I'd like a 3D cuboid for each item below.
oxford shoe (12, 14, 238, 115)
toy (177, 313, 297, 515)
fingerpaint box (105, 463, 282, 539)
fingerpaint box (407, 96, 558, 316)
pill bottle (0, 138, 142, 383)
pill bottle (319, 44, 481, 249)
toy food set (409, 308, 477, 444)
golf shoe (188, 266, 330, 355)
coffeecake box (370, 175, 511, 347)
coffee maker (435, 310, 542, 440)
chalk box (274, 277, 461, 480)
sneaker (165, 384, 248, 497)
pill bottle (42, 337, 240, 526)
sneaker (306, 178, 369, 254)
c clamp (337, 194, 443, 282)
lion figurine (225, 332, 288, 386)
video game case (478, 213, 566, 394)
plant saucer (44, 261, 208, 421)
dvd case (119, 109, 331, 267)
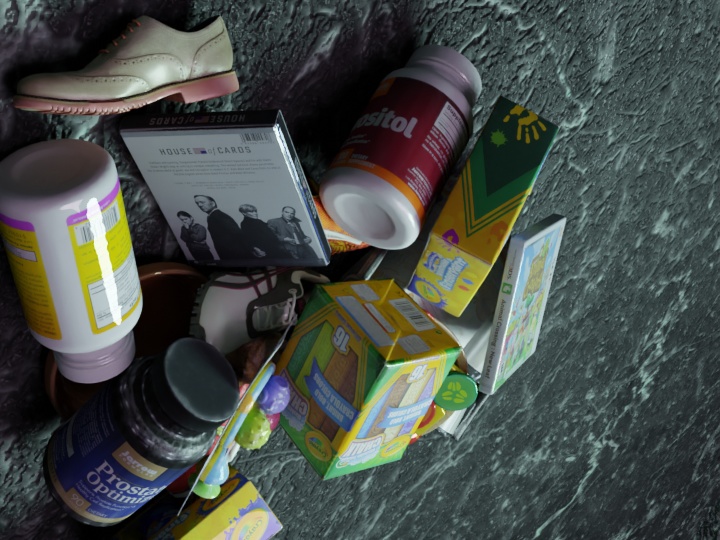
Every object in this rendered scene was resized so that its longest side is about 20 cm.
[{"bbox_3d":[-0.195,-0.171,0.888,0.198,0.070,0.075,-18,110,-37],"label":"oxford shoe"},{"bbox_3d":[-0.108,0.151,1.059,0.201,0.047,0.115,-55,-177,27],"label":"toy"},{"bbox_3d":[-0.206,0.309,1.219,0.199,0.166,0.074,-38,105,-16],"label":"fingerpaint box"},{"bbox_3d":[0.127,-0.060,1.144,0.168,0.073,0.200,-62,176,-17],"label":"fingerpaint box"},{"bbox_3d":[-0.245,-0.003,0.921,0.103,0.104,0.202,-27,133,-29],"label":"pill bottle"},{"bbox_3d":[0.048,-0.131,1.103,0.202,0.111,0.114,-61,152,-27],"label":"pill bottle"},{"bbox_3d":[0.029,0.122,1.232,0.199,0.049,0.198,39,115,-19],"label":"toy food set"},{"bbox_3d":[-0.103,0.033,1.086,0.200,0.087,0.078,-44,137,-57],"label":"golf shoe"},{"bbox_3d":[0.100,0.012,1.317,0.200,0.073,0.154,-48,134,-18],"label":"coffeecake box"},{"bbox_3d":[0.155,0.127,1.485,0.201,0.134,0.192,-52,146,5],"label":"coffee maker"},{"bbox_3d":[-0.011,0.126,1.110,0.123,0.124,0.202,-4,129,-47],"label":"chalk box"},{"bbox_3d":[-0.172,0.163,1.224,0.085,0.077,0.201,36,89,-36],"label":"sneaker"},{"bbox_3d":[-0.204,0.150,1.009,0.111,0.113,0.200,3,145,-49],"label":"pill bottle"},{"bbox_3d":[-0.037,-0.058,1.151,0.072,0.079,0.200,-11,170,19],"label":"sneaker"},{"bbox_3d":[0.000,0.000,1.204,0.170,0.027,0.200,-40,-172,38],"label":"c clamp"},{"bbox_3d":[-0.164,0.134,1.147,0.199,0.073,0.122,-40,159,12],"label":"lion figurine"},{"bbox_3d":[0.196,0.035,1.281,0.200,0.022,0.185,-24,127,-64],"label":"video game case"},{"bbox_3d":[-0.230,0.076,1.092,0.199,0.032,0.202,-30,142,-26],"label":"plant saucer"},{"bbox_3d":[-0.120,-0.070,0.998,0.201,0.148,0.025,72,23,-51],"label":"dvd case"}]
